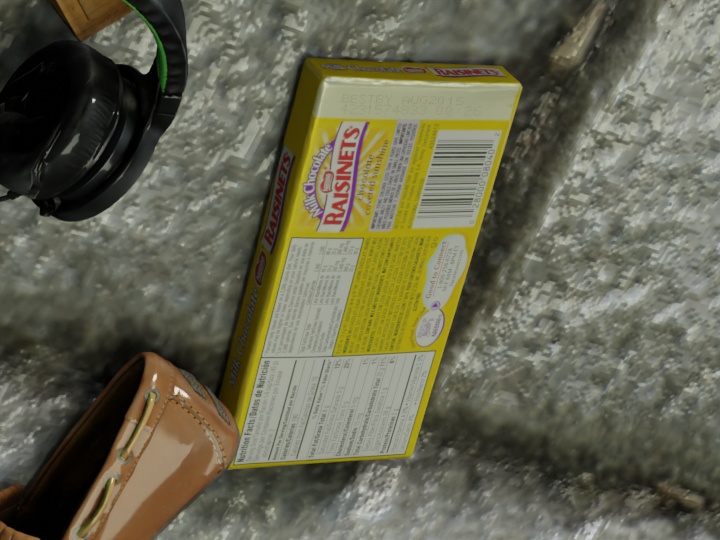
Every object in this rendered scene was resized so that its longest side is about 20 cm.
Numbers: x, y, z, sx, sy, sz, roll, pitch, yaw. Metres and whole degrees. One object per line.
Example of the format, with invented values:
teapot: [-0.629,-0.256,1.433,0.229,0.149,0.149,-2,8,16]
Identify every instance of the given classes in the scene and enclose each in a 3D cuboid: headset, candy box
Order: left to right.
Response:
headset: [-0.138,-0.046,0.904,0.123,0.094,0.200,9,140,-20]
candy box: [0.000,0.000,1.076,0.102,0.026,0.200,1,120,-28]

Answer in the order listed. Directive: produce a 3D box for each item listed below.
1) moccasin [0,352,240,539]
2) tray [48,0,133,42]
moccasin: [-0.142,0.121,1.047,0.201,0.074,0.078,-45,123,9]
tray: [-0.047,-0.181,0.917,0.200,0.037,0.099,-32,131,-6]
